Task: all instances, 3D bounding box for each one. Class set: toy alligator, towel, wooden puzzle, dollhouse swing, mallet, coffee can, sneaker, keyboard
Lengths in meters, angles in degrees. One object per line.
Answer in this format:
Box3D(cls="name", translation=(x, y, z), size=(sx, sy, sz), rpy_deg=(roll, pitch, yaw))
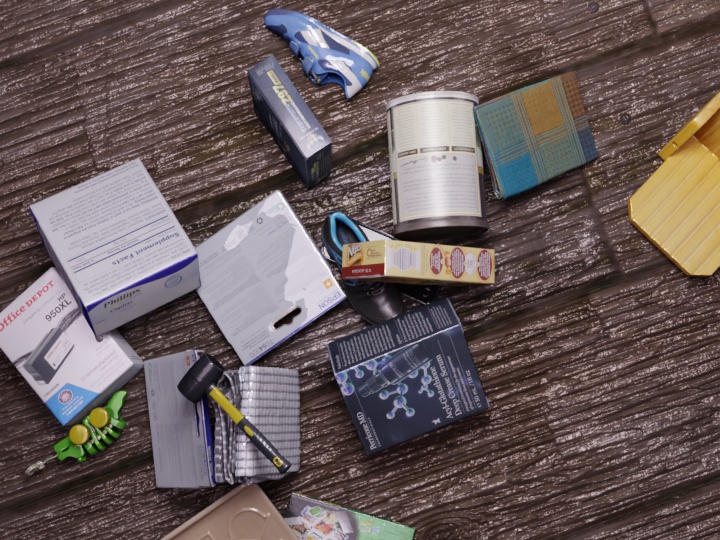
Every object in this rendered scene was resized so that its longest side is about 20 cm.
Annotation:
Box3D(cls="toy alligator", translation=(-0.423, 0.265, 1.727), size=(0.200, 0.059, 0.054), rpy_deg=(-41, 84, -2))
Box3D(cls="towel", translation=(0.266, -0.206, 1.705), size=(0.199, 0.022, 0.148), rpy_deg=(-24, 103, -26))
Box3D(cls="towel", translation=(-0.156, 0.224, 1.649), size=(0.085, 0.200, 0.167), rpy_deg=(-1, 84, 19))
Box3D(cls="wooden puzzle", translation=(-0.178, 0.429, 1.686), size=(0.185, 0.046, 0.201), rpy_deg=(-35, 103, 9))
Box3D(cls="dollhouse swing", translation=(0.530, -0.119, 1.675), size=(0.200, 0.182, 0.176), rpy_deg=(45, 68, 5))
Box3D(cls="mallet", translation=(-0.175, 0.207, 1.533), size=(0.066, 0.041, 0.200), rpy_deg=(-41, 72, 6))
Box3D(cls="coffee can", translation=(0.115, -0.155, 1.700), size=(0.145, 0.146, 0.202), rpy_deg=(-4, 84, 2))
Box3D(cls="sneaker", translation=(-0.072, -0.343, 1.764), size=(0.199, 0.074, 0.083), rpy_deg=(29, 89, 6))
Box3D(cls="keyboard", translation=(0.027, 0.006, 1.753), size=(0.199, 0.021, 0.128), rpy_deg=(25, 81, 6))
Box3D(cls="sneaker", translation=(0.000, 0.000, 1.703), size=(0.073, 0.082, 0.201), rpy_deg=(-33, 83, -9))

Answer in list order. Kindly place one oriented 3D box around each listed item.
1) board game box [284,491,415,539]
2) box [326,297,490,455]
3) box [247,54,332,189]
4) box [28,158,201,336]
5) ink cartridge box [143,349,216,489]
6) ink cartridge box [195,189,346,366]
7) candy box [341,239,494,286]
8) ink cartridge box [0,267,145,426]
Box3D(cls="board game box", translation=(-0.024, 0.415, 1.714), size=(0.198, 0.023, 0.106), rpy_deg=(16, 84, 4))
Box3D(cls="box", translation=(0.070, 0.155, 1.666), size=(0.198, 0.107, 0.149), rpy_deg=(-22, 112, 1))
Box3D(cls="box", translation=(-0.104, -0.217, 1.689), size=(0.051, 0.200, 0.158), rpy_deg=(-34, 85, -6))
Box3D(cls="box", translation=(-0.364, -0.035, 1.682), size=(0.183, 0.105, 0.201), rpy_deg=(-26, 65, -18))
Box3D(cls="ink cartridge box", translation=(-0.257, 0.221, 1.665), size=(0.040, 0.199, 0.202), rpy_deg=(-3, 84, -33))
Box3D(cls="ink cartridge box", translation=(-0.150, 0.012, 1.741), size=(0.196, 0.043, 0.201), rpy_deg=(-34, 86, 6))
Box3D(cls="candy box", translation=(0.085, -0.009, 1.645), size=(0.199, 0.115, 0.056), rpy_deg=(5, 85, -33))
Box3D(cls="ink cartridge box", translation=(-0.454, 0.117, 1.730), size=(0.144, 0.084, 0.200), rpy_deg=(-41, 83, -3))
